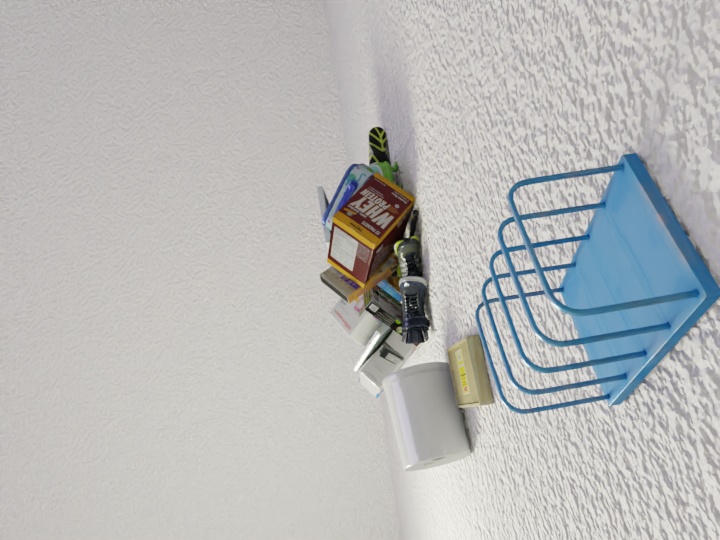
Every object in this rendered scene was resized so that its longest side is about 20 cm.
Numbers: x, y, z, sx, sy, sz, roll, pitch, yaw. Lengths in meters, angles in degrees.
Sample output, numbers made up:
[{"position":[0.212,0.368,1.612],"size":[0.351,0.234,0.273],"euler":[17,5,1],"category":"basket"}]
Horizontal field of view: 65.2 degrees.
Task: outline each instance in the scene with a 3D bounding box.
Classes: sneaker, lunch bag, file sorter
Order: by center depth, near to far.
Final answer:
[{"position":[0.185,0.025,0.506],"size":[0.202,0.120,0.141],"euler":[87,174,-55],"category":"file sorter"},{"position":[0.140,0.109,1.466],"size":[0.203,0.075,0.149],"euler":[69,-160,-63],"category":"sneaker"},{"position":[0.137,-0.015,1.505],"size":[0.201,0.072,0.082],"euler":[75,176,-54],"category":"sneaker"},{"position":[-0.024,-0.197,1.569],"size":[0.202,0.082,0.160],"euler":[-62,-12,17],"category":"lunch bag"},{"position":[0.062,-0.358,1.828],"size":[0.076,0.074,0.205],"euler":[43,-131,-85],"category":"sneaker"}]

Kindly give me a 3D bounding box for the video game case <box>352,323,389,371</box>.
[{"position":[0.065,0.204,1.744],"size":[0.199,0.023,0.183],"euler":[-36,-19,-52],"category":"video game case"}]

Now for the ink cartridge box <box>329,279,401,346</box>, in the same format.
[{"position":[0.016,0.109,1.753],"size":[0.084,0.201,0.144],"euler":[34,-175,-40],"category":"ink cartridge box"}]

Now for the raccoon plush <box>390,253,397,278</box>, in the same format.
[{"position":[0.090,-0.068,1.760],"size":[0.134,0.095,0.204],"euler":[-101,-2,-75],"category":"raccoon plush"}]

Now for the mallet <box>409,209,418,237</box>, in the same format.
[{"position":[0.136,-0.099,1.533],"size":[0.202,0.040,0.067],"euler":[93,170,-47],"category":"mallet"}]

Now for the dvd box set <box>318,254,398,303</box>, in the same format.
[{"position":[0.000,0.000,1.599],"size":[0.146,0.198,0.030],"euler":[33,149,42],"category":"dvd box set"}]

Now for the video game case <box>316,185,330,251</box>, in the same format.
[{"position":[-0.090,-0.123,1.707],"size":[0.183,0.023,0.203],"euler":[70,-172,-61],"category":"video game case"}]

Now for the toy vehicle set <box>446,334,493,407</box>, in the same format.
[{"position":[0.212,0.204,1.113],"size":[0.200,0.026,0.127],"euler":[98,163,-76],"category":"toy vehicle set"}]

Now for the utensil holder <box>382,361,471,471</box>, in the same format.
[{"position":[0.151,0.333,1.281],"size":[0.171,0.166,0.203],"euler":[90,168,-63],"category":"utensil holder"}]

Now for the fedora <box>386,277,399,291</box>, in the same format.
[{"position":[0.104,0.052,1.912],"size":[0.201,0.080,0.205],"euler":[166,90,-88],"category":"fedora"}]

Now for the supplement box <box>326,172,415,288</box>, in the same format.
[{"position":[0.025,-0.106,1.501],"size":[0.132,0.198,0.201],"euler":[34,148,13],"category":"supplement box"}]

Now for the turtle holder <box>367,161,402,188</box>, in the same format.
[{"position":[0.054,-0.230,1.695],"size":[0.141,0.129,0.190],"euler":[-144,46,-83],"category":"turtle holder"}]

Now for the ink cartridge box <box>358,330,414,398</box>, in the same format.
[{"position":[0.088,0.284,1.762],"size":[0.084,0.200,0.145],"euler":[38,160,14],"category":"ink cartridge box"}]

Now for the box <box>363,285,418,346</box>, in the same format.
[{"position":[0.093,0.121,1.586],"size":[0.199,0.035,0.111],"euler":[37,-157,-20],"category":"box"}]
